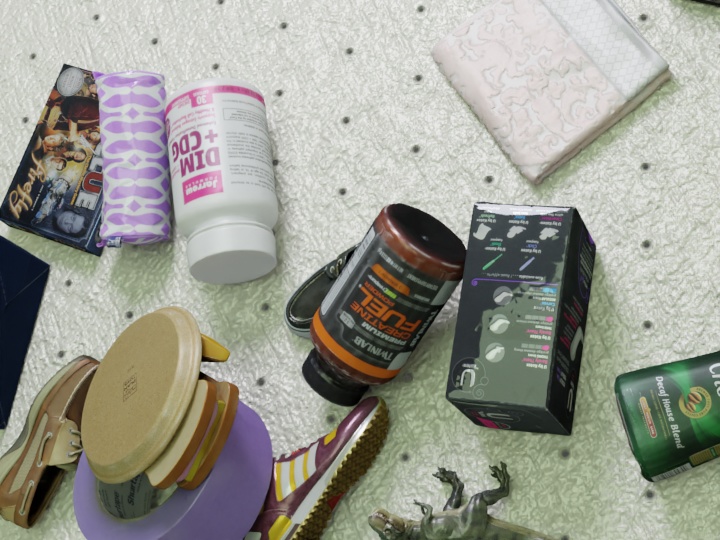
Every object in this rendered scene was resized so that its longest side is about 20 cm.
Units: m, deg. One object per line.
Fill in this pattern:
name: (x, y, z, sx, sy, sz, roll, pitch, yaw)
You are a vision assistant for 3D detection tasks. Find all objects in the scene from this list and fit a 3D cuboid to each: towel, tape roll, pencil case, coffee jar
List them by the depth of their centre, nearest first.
coffee jar: (0.343, 0.119, 1.458, 0.198, 0.085, 0.105, -20, 67, 13)
tape roll: (-0.191, 0.206, 1.590, 0.199, 0.085, 0.202, -23, 49, 29)
towel: (0.199, -0.220, 1.655, 0.190, 0.032, 0.201, -38, 63, 5)
pencil case: (-0.255, -0.123, 1.742, 0.085, 0.084, 0.202, -2, 86, 31)

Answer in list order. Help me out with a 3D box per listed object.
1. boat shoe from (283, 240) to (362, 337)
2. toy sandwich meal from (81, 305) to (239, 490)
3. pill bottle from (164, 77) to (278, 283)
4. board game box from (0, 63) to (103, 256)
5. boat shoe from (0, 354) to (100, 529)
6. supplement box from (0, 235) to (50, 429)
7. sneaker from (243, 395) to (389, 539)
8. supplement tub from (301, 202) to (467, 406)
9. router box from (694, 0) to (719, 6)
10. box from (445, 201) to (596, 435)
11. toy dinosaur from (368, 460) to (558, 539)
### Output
boat shoe: (0.000, 0.000, 1.640, 0.199, 0.057, 0.069, -32, 65, 8)
toy sandwich meal: (-0.197, 0.129, 1.544, 0.204, 0.070, 0.207, -32, 43, 35)
pill bottle: (-0.148, -0.096, 1.696, 0.112, 0.113, 0.202, -15, 68, 15)
board game box: (-0.324, -0.130, 1.816, 0.134, 0.035, 0.202, 17, 79, 24)
boat shoe: (-0.328, 0.189, 1.696, 0.074, 0.076, 0.201, 34, 94, 21)
supplement box: (-0.488, 0.054, 1.760, 0.198, 0.134, 0.202, 8, 75, 22)
sneaker: (-0.053, 0.199, 1.585, 0.090, 0.075, 0.201, 33, 84, 26)
supplement tub: (0.019, 0.040, 1.568, 0.107, 0.107, 0.201, 44, 116, 27)
router box: (0.419, -0.340, 1.596, 0.198, 0.062, 0.151, 18, 79, 24)
box: (0.159, 0.047, 1.530, 0.105, 0.122, 0.202, 4, 73, 21)
toy dinosaur: (0.108, 0.234, 1.527, 0.198, 0.048, 0.089, 3, 57, 3)
